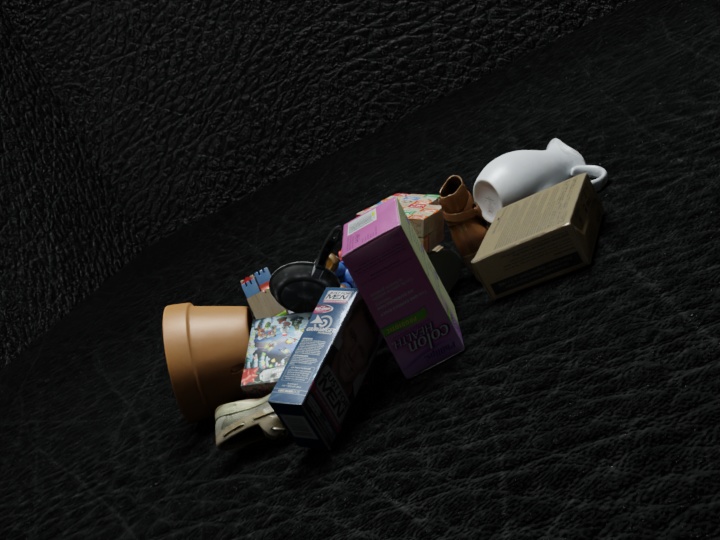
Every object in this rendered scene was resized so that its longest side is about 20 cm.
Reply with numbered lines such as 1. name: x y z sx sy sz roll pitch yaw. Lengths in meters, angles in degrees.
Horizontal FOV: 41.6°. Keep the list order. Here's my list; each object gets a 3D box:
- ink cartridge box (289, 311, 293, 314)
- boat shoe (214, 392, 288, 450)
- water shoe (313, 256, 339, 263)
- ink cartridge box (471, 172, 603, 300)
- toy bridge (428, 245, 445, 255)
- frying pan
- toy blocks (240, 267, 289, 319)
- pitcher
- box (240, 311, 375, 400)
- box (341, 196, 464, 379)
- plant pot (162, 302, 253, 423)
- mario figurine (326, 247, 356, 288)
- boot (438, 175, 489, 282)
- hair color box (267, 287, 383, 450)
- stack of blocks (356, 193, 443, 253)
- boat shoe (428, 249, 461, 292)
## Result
1. ink cartridge box: -0.027 0.025 1.836 0.197 0.041 0.200 -21 18 34
2. boat shoe: -0.121 0.216 1.368 0.196 0.072 0.066 -15 55 15
3. water shoe: -0.056 0.022 1.709 0.077 0.073 0.200 6 17 16
4. ink cartridge box: 0.273 -0.053 1.433 0.163 0.076 0.200 -24 17 30
5. toy bridge: 0.081 0.022 1.660 0.199 0.028 0.067 -38 16 -24
6. frying pan: -0.060 0.013 1.451 0.188 0.114 0.031 -32 39 32
7. toy blocks: -0.154 0.064 1.602 0.098 0.139 0.200 -26 -18 -4
8. pitcher: 0.309 -0.149 1.629 0.197 0.124 0.171 -25 27 -25
9. box: -0.074 0.121 1.418 0.195 0.040 0.139 -9 42 11
10. box: 0.059 0.020 1.365 0.095 0.202 0.176 -27 15 8
11. plant pot: -0.244 0.144 1.615 0.137 0.204 0.200 -13 15 0
12. mario figurine: 0.000 0.000 1.590 0.104 0.126 0.199 15 12 21
13. boot: 0.178 -0.085 1.560 0.073 0.157 0.200 -26 15 9
14. hair color box: -0.043 0.130 1.289 0.059 0.101 0.202 0 46 31
15. stack of blocks: 0.080 -0.079 1.557 0.113 0.060 0.200 5 16 20
16. boat shoe: 0.079 0.033 1.543 0.200 0.071 0.071 -39 20 -21
